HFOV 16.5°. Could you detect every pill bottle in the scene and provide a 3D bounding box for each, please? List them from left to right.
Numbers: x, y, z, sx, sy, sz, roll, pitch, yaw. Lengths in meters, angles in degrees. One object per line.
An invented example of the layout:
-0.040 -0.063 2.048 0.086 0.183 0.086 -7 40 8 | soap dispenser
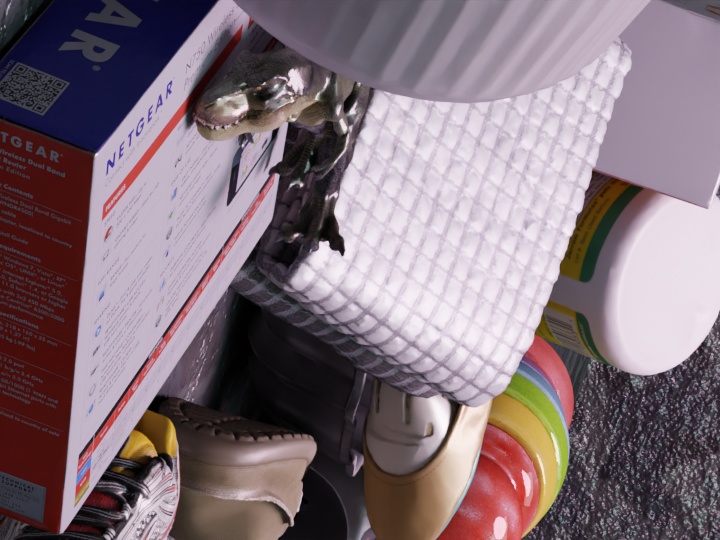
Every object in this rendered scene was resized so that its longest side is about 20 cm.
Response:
0.106 -0.021 1.425 0.112 0.199 0.114 -19 118 -40 | pill bottle

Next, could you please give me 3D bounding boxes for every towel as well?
0.022 -0.057 1.125 0.165 0.085 0.201 33 71 -43 | towel

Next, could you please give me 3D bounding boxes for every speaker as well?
-0.024 0.132 1.427 0.200 0.081 0.082 -17 128 -77 | speaker

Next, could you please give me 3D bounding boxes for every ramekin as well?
0.025 -0.145 0.841 0.203 0.201 0.095 -58 177 -46 | ramekin

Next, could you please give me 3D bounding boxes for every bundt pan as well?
0.000 0.000 1.295 0.202 0.075 0.203 20 90 -79 | bundt pan

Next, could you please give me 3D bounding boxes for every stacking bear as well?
0.058 0.112 1.379 0.113 0.122 0.200 -26 -165 18 | stacking bear

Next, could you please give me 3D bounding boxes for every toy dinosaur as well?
-0.014 -0.062 0.925 0.200 0.047 0.089 -55 156 -65 | toy dinosaur

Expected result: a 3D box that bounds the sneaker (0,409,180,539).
-0.115 0.100 0.941 0.200 0.077 0.083 -66 170 -77 | sneaker

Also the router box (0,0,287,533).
-0.079 -0.037 0.892 0.200 0.049 0.180 -58 165 -47 | router box

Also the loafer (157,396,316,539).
-0.060 0.105 1.192 0.200 0.075 0.068 43 62 -79 | loafer

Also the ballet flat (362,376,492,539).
0.036 0.041 1.232 0.063 0.068 0.201 24 84 -52 | ballet flat

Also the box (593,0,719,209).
0.157 -0.118 1.377 0.200 0.123 0.098 -52 160 -73 | box
